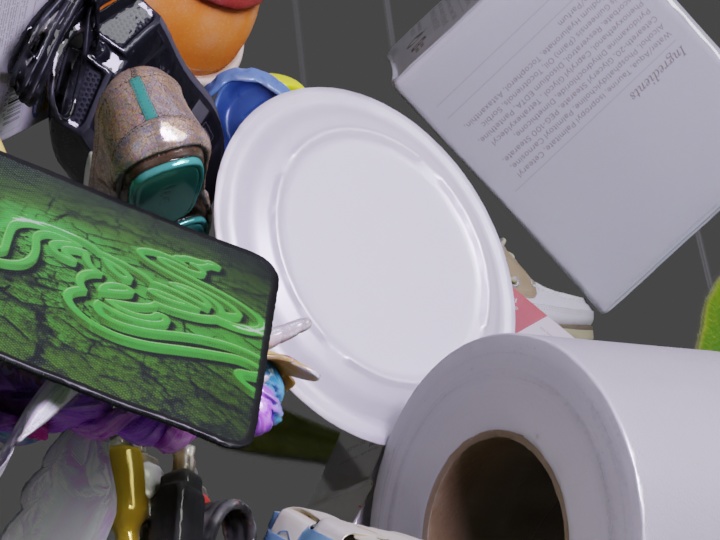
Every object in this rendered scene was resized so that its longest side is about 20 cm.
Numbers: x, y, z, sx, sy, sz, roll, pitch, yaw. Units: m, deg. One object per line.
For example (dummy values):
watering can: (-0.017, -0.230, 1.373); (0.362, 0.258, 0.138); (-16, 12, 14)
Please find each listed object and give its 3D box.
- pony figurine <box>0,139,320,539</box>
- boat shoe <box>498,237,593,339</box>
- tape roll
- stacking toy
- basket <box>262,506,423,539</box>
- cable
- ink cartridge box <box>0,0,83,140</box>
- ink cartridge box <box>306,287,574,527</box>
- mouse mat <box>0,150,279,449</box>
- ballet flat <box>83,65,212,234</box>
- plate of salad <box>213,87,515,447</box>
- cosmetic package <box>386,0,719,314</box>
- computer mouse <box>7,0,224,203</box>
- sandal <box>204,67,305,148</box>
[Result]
pony figurine: (-0.142, 0.049, 1.085); (0.199, 0.167, 0.193); (31, 60, 16)
boat shoe: (0.070, 0.012, 1.450); (0.199, 0.074, 0.069); (7, 75, -48)
tape roll: (0.116, 0.135, 1.180); (0.138, 0.203, 0.204); (7, 52, -37)
stacking toy: (-0.073, -0.212, 1.386); (0.146, 0.200, 0.147); (32, 37, -28)
basket: (-0.002, 0.216, 1.065); (0.176, 0.138, 0.202); (22, 83, -51)
cable: (-0.096, 0.166, 1.153); (0.097, 0.050, 0.201); (41, 43, -42)
ink cartridge box: (-0.194, -0.136, 1.209); (0.076, 0.137, 0.200); (24, 27, 18)
ink cartridge box: (0.049, 0.108, 1.315); (0.116, 0.067, 0.201); (39, 54, -18)
mouse mat: (-0.131, 0.000, 1.042); (0.199, 0.008, 0.161); (23, 28, -10)
ballet flat: (-0.108, -0.043, 1.197); (0.068, 0.200, 0.068); (-19, 72, -19)
plate of salad: (0.000, 0.000, 1.263); (0.199, 0.048, 0.202); (19, 57, -32)
cosmetic package: (0.142, -0.113, 1.545); (0.200, 0.166, 0.167); (46, 8, -8)
computer mouse: (-0.128, -0.094, 1.272); (0.139, 0.052, 0.201); (-56, 149, -26)
sandal: (-0.037, -0.041, 1.354); (0.200, 0.079, 0.087); (52, 6, 27)
